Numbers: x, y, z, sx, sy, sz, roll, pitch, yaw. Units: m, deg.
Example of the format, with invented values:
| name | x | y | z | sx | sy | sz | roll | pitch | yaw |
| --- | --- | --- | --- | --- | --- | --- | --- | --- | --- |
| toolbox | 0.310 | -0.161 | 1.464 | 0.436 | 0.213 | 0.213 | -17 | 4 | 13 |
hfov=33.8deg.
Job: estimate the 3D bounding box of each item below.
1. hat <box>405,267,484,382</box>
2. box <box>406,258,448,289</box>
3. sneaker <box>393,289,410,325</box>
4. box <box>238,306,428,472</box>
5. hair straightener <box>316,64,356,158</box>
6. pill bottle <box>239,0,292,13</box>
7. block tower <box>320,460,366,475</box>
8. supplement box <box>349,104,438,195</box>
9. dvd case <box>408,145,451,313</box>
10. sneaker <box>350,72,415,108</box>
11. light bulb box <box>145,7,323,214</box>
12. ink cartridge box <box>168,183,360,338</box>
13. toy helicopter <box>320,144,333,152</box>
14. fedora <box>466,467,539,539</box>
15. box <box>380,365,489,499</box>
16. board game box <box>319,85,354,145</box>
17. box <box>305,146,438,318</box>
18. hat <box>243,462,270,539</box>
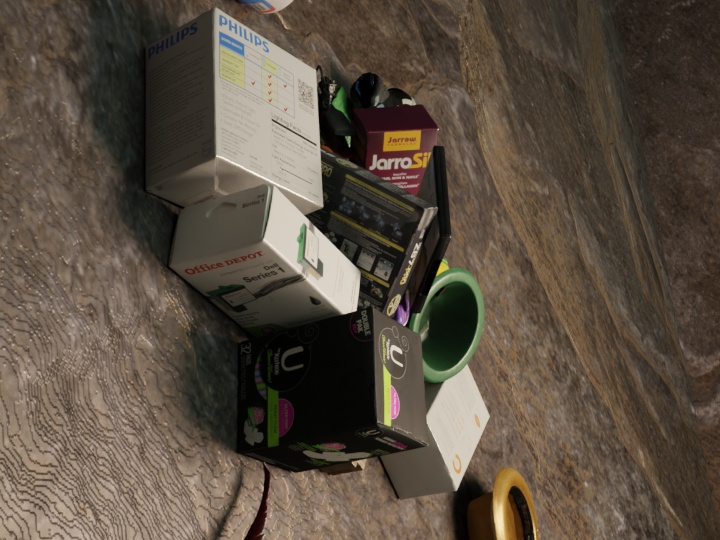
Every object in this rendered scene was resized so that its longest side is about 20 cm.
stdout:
| name | x | y | z | sx | sy | sz | roll | pitch | yaw |
| --- | --- | --- | --- | --- | --- | --- | --- | --- | --- |
| hat | 0.072 | 0.068 | 1.774 | 0.166 | 0.176 | 0.201 | -43 | 132 | -27 |
| box | 0.054 | 0.009 | 1.771 | 0.200 | 0.117 | 0.049 | 20 | 54 | -58 |
| sneaker | 0.000 | 0.000 | 1.624 | 0.200 | 0.081 | 0.083 | 47 | 17 | -9 |
| box | -0.035 | 0.149 | 1.446 | 0.124 | 0.199 | 0.149 | 32 | 49 | -52 |
| hair straightener | -0.039 | -0.245 | 1.734 | 0.200 | 0.041 | 0.077 | -105 | -157 | -52 |
| pill bottle | -0.169 | -0.437 | 1.597 | 0.200 | 0.112 | 0.113 | 27 | 53 | -56 |
| block tower | -0.010 | 0.192 | 1.628 | 0.054 | 0.058 | 0.200 | 57 | 34 | -29 |
| supplement box | 0.043 | -0.131 | 1.723 | 0.086 | 0.110 | 0.201 | -115 | -155 | -55 |
| dvd case | 0.089 | -0.051 | 1.587 | 0.200 | 0.017 | 0.143 | 107 | -16 | -58 |
| sneaker | 0.035 | -0.280 | 1.910 | 0.112 | 0.073 | 0.200 | 61 | 18 | -26 |
| light bulb box | -0.154 | -0.177 | 1.459 | 0.198 | 0.124 | 0.201 | 24 | 55 | -49 |
| ink cartridge box | -0.114 | -0.003 | 1.438 | 0.200 | 0.146 | 0.085 | 44 | 42 | -43 |
| toy helicopter | -0.095 | -0.205 | 1.660 | 0.132 | 0.079 | 0.201 | 38 | 37 | -29 |
| fedora | 0.226 | 0.418 | 1.917 | 0.201 | 0.081 | 0.202 | 37 | 48 | -56 |
| box | 0.107 | 0.230 | 1.777 | 0.125 | 0.097 | 0.200 | 66 | 28 | -16 |
| board game box | -0.039 | -0.190 | 1.805 | 0.105 | 0.023 | 0.200 | 58 | 32 | -24 |
| box | -0.019 | -0.050 | 1.524 | 0.049 | 0.200 | 0.162 | -13 | 128 | -61 |
| hat | -0.138 | 0.354 | 1.330 | 0.199 | 0.176 | 0.166 | -20 | 112 | -28 |
